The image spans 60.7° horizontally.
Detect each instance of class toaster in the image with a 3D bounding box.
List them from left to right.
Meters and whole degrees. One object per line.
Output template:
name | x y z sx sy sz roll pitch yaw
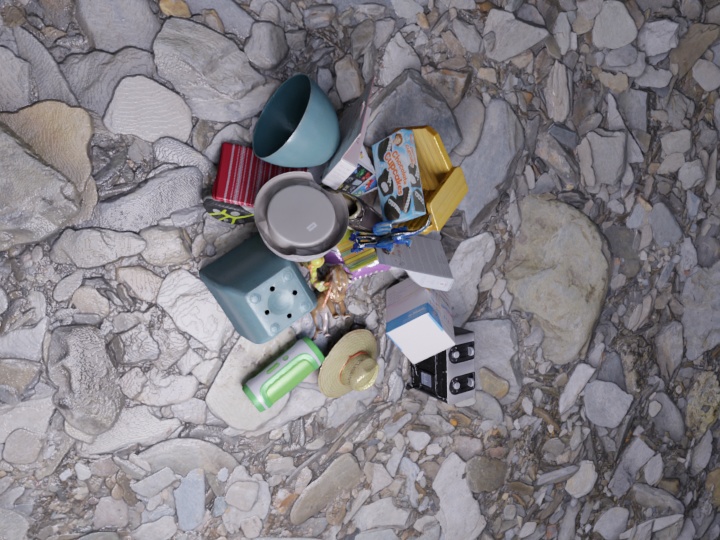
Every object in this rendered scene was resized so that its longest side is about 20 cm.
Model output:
toaster | 0.215 0.244 1.640 0.118 0.200 0.182 -5 97 -29

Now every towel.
towel | -0.219 -0.198 1.357 0.199 0.022 0.145 11 68 -19
towel | -0.034 -0.099 1.477 0.086 0.018 0.200 -27 89 -24

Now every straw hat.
straw hat | -0.003 0.255 1.546 0.201 0.085 0.202 -23 125 -36

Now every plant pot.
plant pot | -0.208 0.049 1.366 0.196 0.200 0.196 -35 115 -15
plant pot | -0.121 -0.303 1.337 0.135 0.200 0.201 26 89 -37

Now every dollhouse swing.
dollhouse swing | 0.120 -0.215 1.460 0.176 0.200 0.182 45 74 -30

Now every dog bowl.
dog bowl | -0.127 -0.109 1.301 0.199 0.059 0.201 4 67 -10

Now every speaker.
speaker | -0.185 0.250 1.489 0.200 0.088 0.089 -38 116 -14

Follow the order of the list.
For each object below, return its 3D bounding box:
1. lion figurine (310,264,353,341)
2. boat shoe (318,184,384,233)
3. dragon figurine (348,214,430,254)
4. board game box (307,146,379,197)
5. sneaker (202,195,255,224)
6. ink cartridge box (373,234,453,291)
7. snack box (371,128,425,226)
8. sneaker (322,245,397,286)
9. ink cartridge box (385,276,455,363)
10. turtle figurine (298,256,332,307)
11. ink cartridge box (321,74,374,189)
lion figurine | -0.084 0.079 1.478 0.072 0.200 0.123 -1 61 -42
boat shoe | -0.020 -0.135 1.423 0.200 0.065 0.073 23 90 -30
dragon figurine | 0.065 -0.079 1.415 0.099 0.200 0.059 7 71 -50
board game box | -0.063 -0.215 1.456 0.200 0.035 0.127 -27 98 -19
sneaker | -0.253 -0.150 1.382 0.199 0.075 0.077 5 69 -25
ink cartridge box | 0.123 -0.031 1.543 0.199 0.163 0.057 8 128 -15
snack box | 0.087 -0.214 1.436 0.037 0.116 0.201 -2 80 -38
sneaker | 0.000 0.000 1.538 0.200 0.073 0.115 10 101 -17
ink cartridge box | 0.150 0.106 1.563 0.125 0.200 0.129 -29 121 23
turtle figurine | -0.112 -0.023 1.417 0.064 0.161 0.201 -7 102 -13
ink cartridge box | -0.011 -0.302 1.351 0.045 0.176 0.200 26 52 -19
